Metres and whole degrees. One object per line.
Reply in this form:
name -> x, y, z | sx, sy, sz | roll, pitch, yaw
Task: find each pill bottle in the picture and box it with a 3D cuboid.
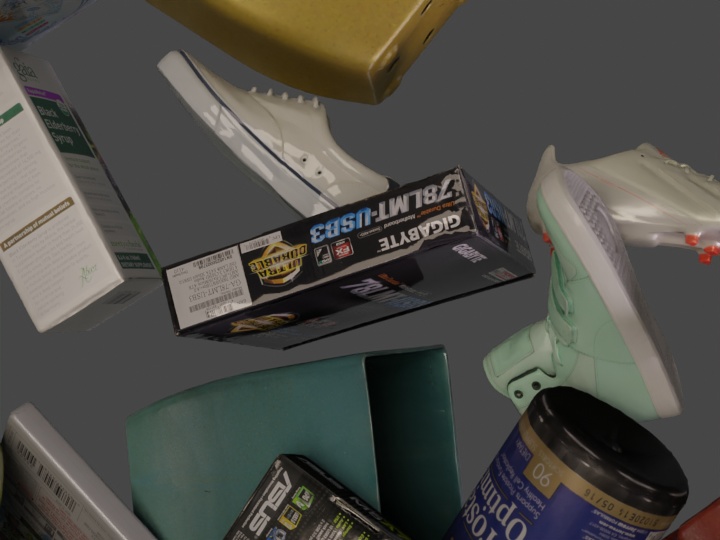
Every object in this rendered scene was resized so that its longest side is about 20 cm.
pill bottle -> 0.108, 0.182, 0.916 | 0.112, 0.112, 0.201 | 35, 107, 13

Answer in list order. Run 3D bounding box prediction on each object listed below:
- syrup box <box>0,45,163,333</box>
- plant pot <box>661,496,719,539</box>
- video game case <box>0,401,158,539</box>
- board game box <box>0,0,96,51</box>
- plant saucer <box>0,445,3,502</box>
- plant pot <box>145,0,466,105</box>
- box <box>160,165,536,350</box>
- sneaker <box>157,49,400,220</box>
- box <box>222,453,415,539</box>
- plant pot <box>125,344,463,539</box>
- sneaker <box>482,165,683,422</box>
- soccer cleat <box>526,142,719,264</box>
syrup box -> -0.232, -0.059, 1.079 | 0.081, 0.079, 0.201 | -31, 81, 13
plant pot -> 0.291, 0.210, 0.882 | 0.200, 0.201, 0.196 | -36, 72, 12
video game case -> -0.191, 0.211, 1.036 | 0.200, 0.022, 0.183 | 44, 139, 12
board game box -> -0.256, -0.202, 1.026 | 0.198, 0.200, 0.044 | -29, 85, 12
plant saucer -> -0.284, 0.187, 1.007 | 0.031, 0.200, 0.201 | 17, 94, -24
plant pot -> -0.030, -0.220, 0.966 | 0.200, 0.196, 0.195 | 39, 88, 5
box -> 0.000, 0.000, 0.952 | 0.197, 0.200, 0.050 | -16, 79, 14
sneaker -> -0.056, -0.096, 1.045 | 0.200, 0.073, 0.071 | 42, 83, 7
box -> -0.023, 0.243, 0.866 | 0.193, 0.047, 0.201 | 33, 92, 16
plant pot -> -0.050, 0.132, 1.000 | 0.199, 0.141, 0.142 | -7, 87, 25
sneaker -> 0.123, 0.032, 0.944 | 0.117, 0.074, 0.201 | -17, 122, 18
soccer cleat -> 0.209, -0.047, 0.967 | 0.198, 0.069, 0.078 | 4, 73, 13
